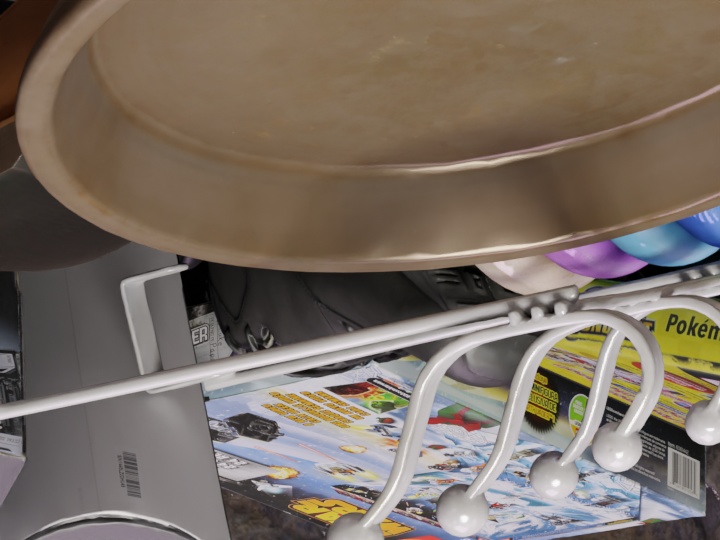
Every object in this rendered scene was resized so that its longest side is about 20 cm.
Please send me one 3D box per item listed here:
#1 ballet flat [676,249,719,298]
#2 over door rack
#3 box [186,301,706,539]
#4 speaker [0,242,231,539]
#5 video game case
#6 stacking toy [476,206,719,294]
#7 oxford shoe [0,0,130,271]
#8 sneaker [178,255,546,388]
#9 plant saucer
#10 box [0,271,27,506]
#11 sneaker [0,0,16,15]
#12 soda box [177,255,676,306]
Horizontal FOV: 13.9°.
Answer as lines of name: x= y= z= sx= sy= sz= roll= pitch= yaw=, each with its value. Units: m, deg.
ballet flat: x=0.119 y=-0.028 z=0.946 sx=0.069 sy=0.071 sz=0.200 roll=-3 pitch=164 yaw=32
over door rack: x=0.000 y=0.033 z=0.738 sx=0.200 sy=0.067 sz=0.148 roll=0 pitch=-178 yaw=23
box: x=0.014 y=0.055 z=1.052 sx=0.137 sy=0.040 sz=0.200 roll=-13 pitch=154 yaw=36
speaker: x=-0.086 y=0.045 z=0.880 sx=0.081 sy=0.081 sz=0.200 roll=4 pitch=-149 yaw=-13
video game case: x=0.150 y=0.043 z=0.964 sx=0.181 sy=0.026 sz=0.200 roll=10 pitch=170 yaw=45
stacking toy: x=0.117 y=-0.043 z=0.762 sx=0.200 sy=0.085 sz=0.085 roll=-6 pitch=171 yaw=40
oxford shoe: x=-0.034 y=-0.063 z=0.701 sx=0.200 sy=0.071 sz=0.071 roll=-19 pitch=151 yaw=36
sneaker: x=0.000 y=0.000 z=0.902 sx=0.076 sy=0.091 sz=0.200 roll=19 pitch=-167 yaw=-26
plant saucer: x=0.026 y=-0.050 z=0.623 sx=0.200 sy=0.029 sz=0.200 roll=-7 pitch=158 yaw=-3
box: x=-0.149 y=0.038 z=0.863 sx=0.050 sy=0.158 sz=0.200 roll=18 pitch=-146 yaw=-20
sneaker: x=-0.096 y=-0.046 z=0.801 sx=0.200 sy=0.083 sz=0.072 roll=4 pitch=176 yaw=-5
soda box: x=0.014 y=-0.006 z=1.054 sx=0.200 sy=0.071 sz=0.063 roll=-9 pitch=152 yaw=23
